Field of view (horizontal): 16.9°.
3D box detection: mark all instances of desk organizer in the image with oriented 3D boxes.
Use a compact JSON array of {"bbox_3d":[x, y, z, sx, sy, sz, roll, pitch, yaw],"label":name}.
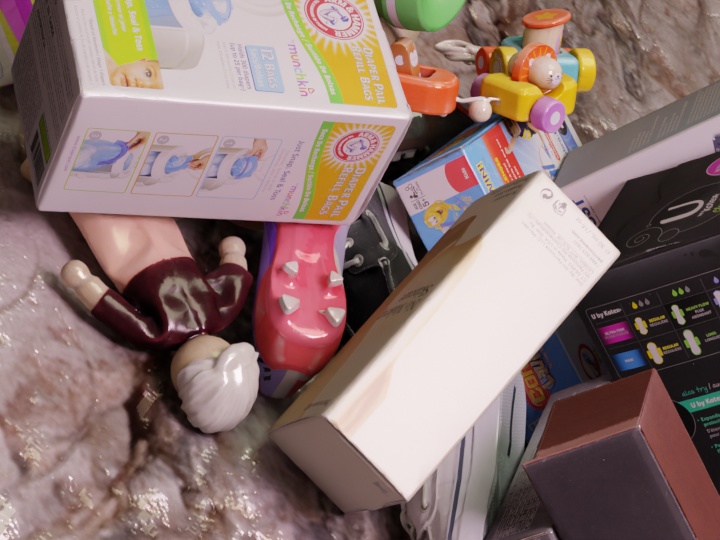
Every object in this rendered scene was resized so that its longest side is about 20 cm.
[{"bbox_3d":[0.171,0.162,1.356,0.200,0.072,0.077,62,24,-16],"label":"desk organizer"}]

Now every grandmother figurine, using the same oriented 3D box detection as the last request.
[{"bbox_3d":[-0.115,0.006,1.401,0.121,0.061,0.200,-18,64,-26],"label":"grandmother figurine"}]

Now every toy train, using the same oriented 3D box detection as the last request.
[{"bbox_3d":[0.078,-0.143,1.617,0.150,0.056,0.200,14,22,17],"label":"toy train"}]

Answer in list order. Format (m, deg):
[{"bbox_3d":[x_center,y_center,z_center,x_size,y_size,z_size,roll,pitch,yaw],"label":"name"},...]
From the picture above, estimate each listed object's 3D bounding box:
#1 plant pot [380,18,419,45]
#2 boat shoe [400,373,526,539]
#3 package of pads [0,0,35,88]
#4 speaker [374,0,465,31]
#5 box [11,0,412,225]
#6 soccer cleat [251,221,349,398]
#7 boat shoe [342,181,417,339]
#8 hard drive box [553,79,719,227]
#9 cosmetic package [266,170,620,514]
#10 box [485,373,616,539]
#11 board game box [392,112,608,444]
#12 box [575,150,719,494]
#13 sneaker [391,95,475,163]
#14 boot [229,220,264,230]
[{"bbox_3d":[-0.010,-0.233,1.740,0.187,0.187,0.200,24,48,-28],"label":"plant pot"},{"bbox_3d":[0.057,0.140,1.420,0.200,0.067,0.074,-79,150,-43],"label":"boat shoe"},{"bbox_3d":[-0.199,-0.213,1.511,0.200,0.068,0.155,-61,134,-60],"label":"package of pads"},{"bbox_3d":[-0.025,-0.224,1.607,0.200,0.089,0.088,23,21,27],"label":"speaker"},{"bbox_3d":[-0.087,-0.102,1.397,0.200,0.101,0.113,3,51,-24],"label":"box"},{"bbox_3d":[-0.036,-0.012,1.472,0.067,0.077,0.200,18,43,-14],"label":"soccer cleat"},{"bbox_3d":[0.000,0.000,1.525,0.068,0.072,0.200,27,30,-29],"label":"boat shoe"},{"bbox_3d":[0.251,-0.041,1.600,0.156,0.200,0.077,56,29,-15],"label":"hard drive box"},{"bbox_3d":[0.047,0.042,1.386,0.071,0.105,0.200,46,67,-8],"label":"cosmetic package"},{"bbox_3d":[0.146,0.175,1.433,0.159,0.048,0.200,63,25,-15],"label":"box"},{"bbox_3d":[0.121,-0.008,1.624,0.200,0.056,0.196,63,27,-5],"label":"board game box"},{"bbox_3d":[0.239,0.041,1.508,0.200,0.124,0.149,61,33,-15],"label":"box"},{"bbox_3d":[0.003,-0.093,1.677,0.200,0.077,0.082,19,62,-32],"label":"sneaker"},{"bbox_3d":[-0.064,-0.140,1.543,0.077,0.155,0.200,15,43,-40],"label":"boot"}]
